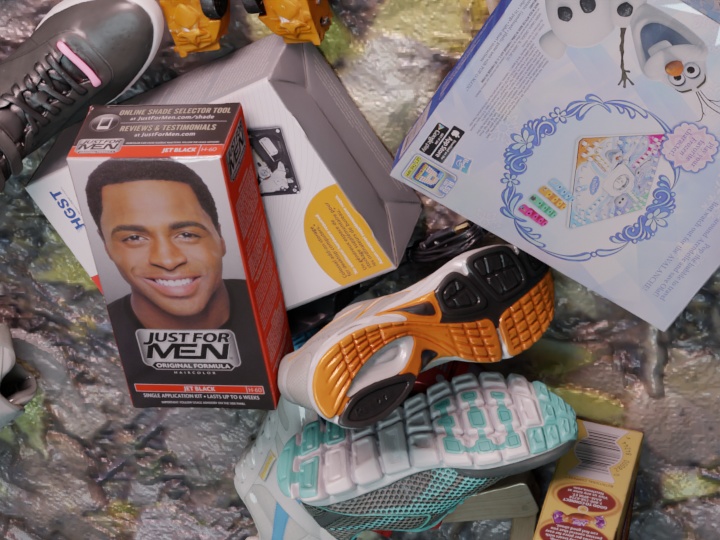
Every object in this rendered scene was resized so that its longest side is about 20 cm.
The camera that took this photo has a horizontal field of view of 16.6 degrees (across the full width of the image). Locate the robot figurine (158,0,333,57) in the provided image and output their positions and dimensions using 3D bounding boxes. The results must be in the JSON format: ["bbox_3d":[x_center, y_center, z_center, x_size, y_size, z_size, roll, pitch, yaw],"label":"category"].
[{"bbox_3d":[-0.088,-0.225,1.478,0.145,0.058,0.200,-3,124,19],"label":"robot figurine"}]

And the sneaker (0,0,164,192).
[{"bbox_3d":[-0.204,-0.098,1.523,0.200,0.099,0.071,-30,113,29],"label":"sneaker"}]

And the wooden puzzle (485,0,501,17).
[{"bbox_3d":[0.181,-0.157,1.455,0.200,0.046,0.185,-9,122,17],"label":"wooden puzzle"}]

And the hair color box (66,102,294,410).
[{"bbox_3d":[-0.109,-0.006,1.537,0.101,0.061,0.200,-1,127,15],"label":"hair color box"}]

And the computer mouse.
[{"bbox_3d":[0.000,0.000,1.617,0.200,0.059,0.034,-26,99,29],"label":"computer mouse"}]

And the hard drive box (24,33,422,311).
[{"bbox_3d":[-0.087,-0.047,1.595,0.200,0.077,0.156,-22,116,30],"label":"hard drive box"}]

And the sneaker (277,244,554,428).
[{"bbox_3d":[0.031,0.034,1.575,0.092,0.200,0.076,6,115,58],"label":"sneaker"}]

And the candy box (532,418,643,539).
[{"bbox_3d":[0.139,0.205,1.628,0.056,0.200,0.117,10,127,9],"label":"candy box"}]

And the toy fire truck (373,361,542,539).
[{"bbox_3d":[0.072,0.154,1.708,0.141,0.049,0.200,22,126,-1],"label":"toy fire truck"}]

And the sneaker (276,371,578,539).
[{"bbox_3d":[0.050,0.128,1.631,0.200,0.078,0.091,-12,138,12],"label":"sneaker"}]

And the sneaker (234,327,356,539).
[{"bbox_3d":[-0.047,0.127,1.709,0.081,0.077,0.200,8,125,14],"label":"sneaker"}]

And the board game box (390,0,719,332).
[{"bbox_3d":[0.153,-0.086,1.455,0.199,0.043,0.200,30,124,-9],"label":"board game box"}]

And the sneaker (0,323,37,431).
[{"bbox_3d":[-0.280,0.106,1.768,0.099,0.078,0.200,-13,151,-20],"label":"sneaker"}]
